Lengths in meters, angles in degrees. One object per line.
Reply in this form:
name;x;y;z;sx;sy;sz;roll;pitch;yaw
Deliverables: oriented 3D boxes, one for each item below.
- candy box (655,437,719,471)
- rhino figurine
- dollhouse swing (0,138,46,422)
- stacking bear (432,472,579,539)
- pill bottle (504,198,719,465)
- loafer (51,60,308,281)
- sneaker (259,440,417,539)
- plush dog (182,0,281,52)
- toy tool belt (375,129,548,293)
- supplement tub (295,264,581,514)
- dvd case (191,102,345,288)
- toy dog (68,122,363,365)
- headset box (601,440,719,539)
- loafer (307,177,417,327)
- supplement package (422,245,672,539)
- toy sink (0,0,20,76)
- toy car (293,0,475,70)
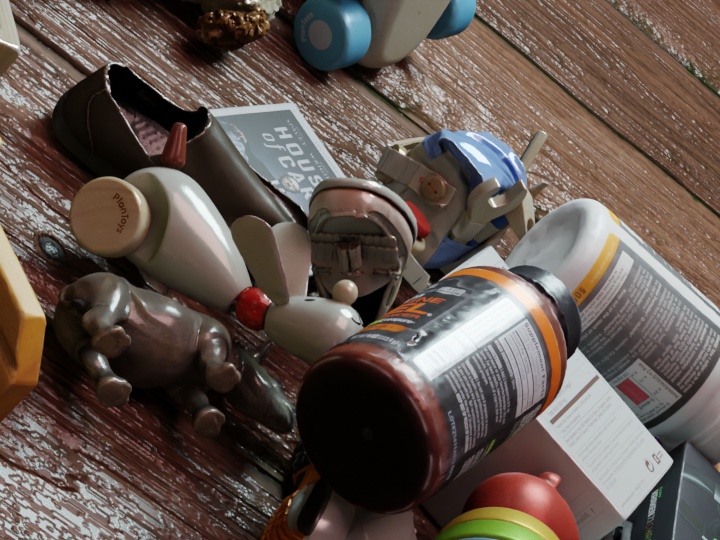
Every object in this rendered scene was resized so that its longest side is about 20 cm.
candy box;0.195;0.116;1.712;0.199;0.056;0.117;33;32;-21
rhino figurine;-0.105;0.056;1.367;0.199;0.060;0.088;24;19;-40
dollhouse swing;-0.276;0.004;1.055;0.181;0.200;0.177;20;39;-40
stacking bear;0.087;0.197;1.373;0.114;0.122;0.200;39;27;-6
pill bottle;0.200;0.049;1.622;0.200;0.116;0.117;41;29;-17
loafer;-0.112;-0.066;1.473;0.199;0.071;0.073;33;48;-6
sneaker;0.003;0.148;1.404;0.092;0.076;0.200;48;35;-14
plush dog;-0.112;-0.263;1.705;0.201;0.160;0.172;-89;156;-50
toy tool belt;0.076;-0.062;1.670;0.125;0.123;0.200;52;17;6
supplement tub;0.056;0.063;1.363;0.107;0.107;0.200;51;41;8
dvd case;-0.067;-0.052;1.599;0.151;0.025;0.200;55;30;13
toy dog;-0.080;-0.022;1.398;0.199;0.097;0.132;26;3;-5
headset box;0.248;0.244;1.568;0.200;0.093;0.174;43;29;-13
loafer;0.000;0.000;1.485;0.071;0.200;0.063;7;71;5
supplement package;0.095;0.105;1.522;0.200;0.117;0.117;49;30;4
toy sink;-0.317;-0.175;1.317;0.199;0.112;0.131;20;38;-40
toy car;-0.008;-0.289;1.850;0.200;0.177;0.184;43;37;20
